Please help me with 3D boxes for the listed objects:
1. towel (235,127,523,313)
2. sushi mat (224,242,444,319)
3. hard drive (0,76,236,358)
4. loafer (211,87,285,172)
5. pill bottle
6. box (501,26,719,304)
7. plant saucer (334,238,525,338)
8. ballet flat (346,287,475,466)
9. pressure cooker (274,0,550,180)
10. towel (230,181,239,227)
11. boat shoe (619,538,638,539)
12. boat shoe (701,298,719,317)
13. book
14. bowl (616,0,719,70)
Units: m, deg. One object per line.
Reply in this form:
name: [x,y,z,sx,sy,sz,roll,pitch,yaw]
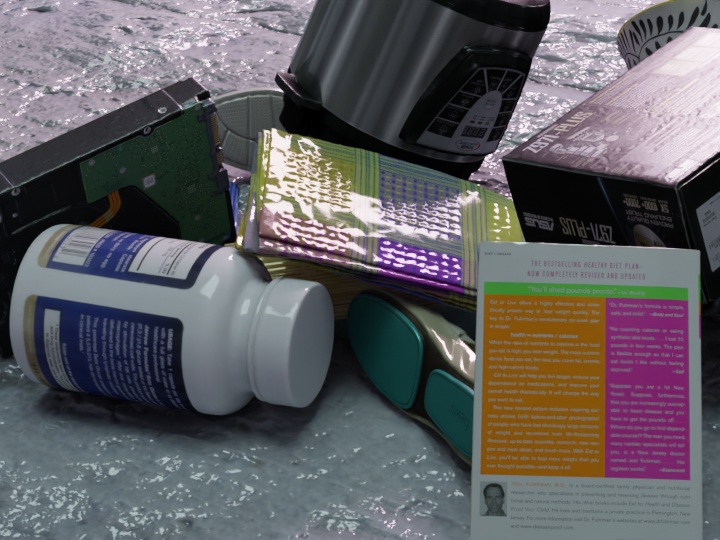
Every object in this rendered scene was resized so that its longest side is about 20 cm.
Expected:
towel: [0.015,-0.033,1.341,0.198,0.023,0.144,13,35,-9]
sushi mat: [0.000,0.000,1.389,0.198,0.012,0.096,-8,39,5]
hard drive: [-0.186,-0.038,1.397,0.199,0.141,0.038,-27,46,-21]
loafer: [-0.041,-0.118,1.636,0.198,0.073,0.063,-2,10,-9]
pill bottle: [-0.123,0.036,1.312,0.198,0.112,0.111,8,31,20]
box: [0.222,-0.075,1.301,0.199,0.087,0.163,-35,29,-29]
plant saucer: [0.044,-0.011,1.453,0.198,0.036,0.201,-3,30,2]
ballet flat: [0.059,0.072,1.284,0.069,0.070,0.200,-16,34,-21]
pressure cooker: [0.037,-0.154,1.517,0.175,0.201,0.179,26,22,0]
towel: [-0.193,-0.030,1.530,0.198,0.024,0.145,-4,28,1]
boat shoe: [0.135,0.219,1.001,0.085,0.075,0.203,-11,39,-8]
boat shoe: [0.194,-0.016,1.402,0.068,0.074,0.199,-13,35,-39]
book: [0.131,0.087,1.134,0.132,0.048,0.202,1,73,7]
bowl: [0.299,-0.137,1.550,0.198,0.201,0.095,1,73,9]
